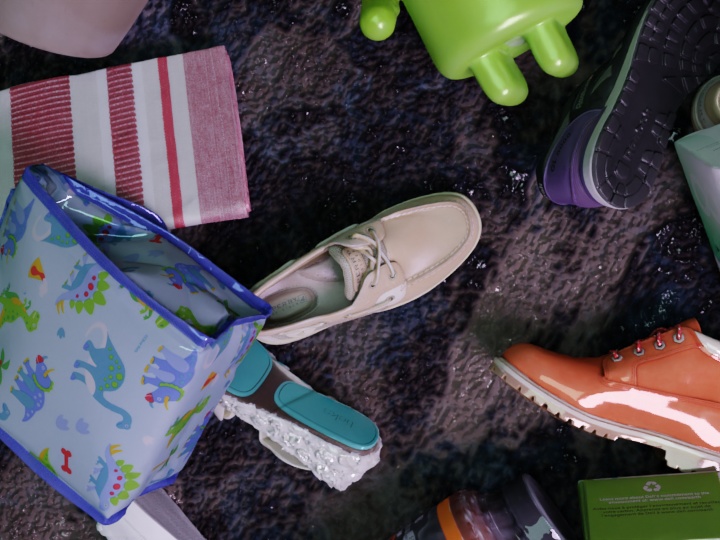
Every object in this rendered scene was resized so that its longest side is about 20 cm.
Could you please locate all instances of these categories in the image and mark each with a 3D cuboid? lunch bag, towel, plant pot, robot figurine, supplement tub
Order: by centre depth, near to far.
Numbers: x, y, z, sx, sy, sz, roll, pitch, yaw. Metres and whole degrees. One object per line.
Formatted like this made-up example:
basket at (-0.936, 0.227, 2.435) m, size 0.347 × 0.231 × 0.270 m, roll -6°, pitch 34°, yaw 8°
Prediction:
lunch bag at (-0.191, 0.046, 0.781) m, size 0.200 × 0.127 × 0.170 m, roll 34°, pitch 108°, yaw 11°
robot figurine at (0.082, -0.218, 0.784) m, size 0.175 × 0.116 × 0.201 m, roll -27°, pitch 87°, yaw 22°
supplement tub at (0.062, 0.234, 0.809) m, size 0.200 × 0.107 × 0.107 m, roll -37°, pitch 86°, yaw 8°
plant pot at (-0.214, -0.262, 0.811) m, size 0.199 × 0.200 × 0.174 m, roll 28°, pitch 114°, yaw 7°
towel at (-0.189, -0.090, 0.847) m, size 0.199 × 0.023 × 0.145 m, roll -10°, pitch 70°, yaw 3°

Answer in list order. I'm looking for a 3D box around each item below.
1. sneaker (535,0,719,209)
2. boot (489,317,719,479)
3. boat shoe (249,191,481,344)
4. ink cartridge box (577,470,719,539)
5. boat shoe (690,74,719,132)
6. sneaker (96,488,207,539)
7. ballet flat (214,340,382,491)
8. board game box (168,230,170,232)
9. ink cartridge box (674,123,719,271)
sneaker at (0.187, -0.135, 0.791) m, size 0.076 × 0.087 × 0.200 m, roll 41°, pitch 72°, yaw -27°
boot at (0.198, 0.076, 0.801) m, size 0.199 × 0.075 × 0.108 m, roll 19°, pitch 92°, yaw 0°
boat shoe at (0.000, 0.000, 0.826) m, size 0.199 × 0.065 × 0.072 m, roll -24°, pitch 87°, yaw 2°
ink cartridge box at (0.260, 0.218, 0.763) m, size 0.199 × 0.076 × 0.148 m, roll -7°, pitch 117°, yaw 9°
boat shoe at (0.336, -0.099, 0.768) m, size 0.199 × 0.069 × 0.074 m, roll 8°, pitch 94°, yaw 10°
sneaker at (-0.183, 0.237, 0.866) m, size 0.116 × 0.074 × 0.200 m, roll -43°, pitch 86°, yaw 5°
ballet flat at (-0.077, 0.105, 0.851) m, size 0.200 × 0.072 × 0.072 m, roll 34°, pitch 97°, yaw 8°
board game box at (-0.259, 0.009, 0.887) m, size 0.199 × 0.041 × 0.200 m, roll 8°, pitch 93°, yaw 9°
ink cartridge box at (0.274, 0.003, 0.695) m, size 0.050 × 0.200 × 0.161 m, roll -23°, pitch 110°, yaw 7°
